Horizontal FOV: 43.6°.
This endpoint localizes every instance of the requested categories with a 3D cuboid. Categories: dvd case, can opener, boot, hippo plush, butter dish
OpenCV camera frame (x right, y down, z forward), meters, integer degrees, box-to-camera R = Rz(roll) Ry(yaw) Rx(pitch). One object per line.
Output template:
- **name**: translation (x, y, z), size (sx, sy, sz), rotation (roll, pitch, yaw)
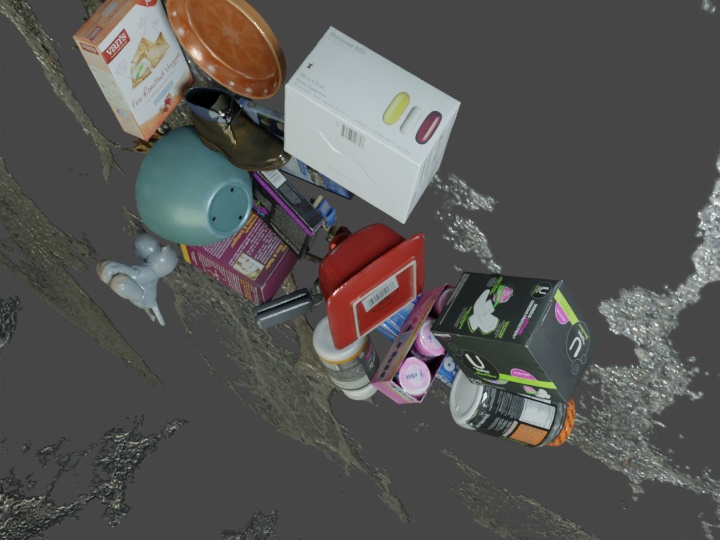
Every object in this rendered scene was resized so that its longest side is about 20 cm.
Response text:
- **dvd case**: translation (-0.103, -0.193, 1.428), size (0.197, 0.018, 0.144), rotation (24, 155, 22)
- **can opener**: translation (-0.112, 0.044, 1.699), size (0.054, 0.196, 0.068), rotation (-119, 11, -54)
- **boot**: translation (-0.196, -0.219, 1.386), size (0.197, 0.075, 0.097), rotation (22, 157, 32)
- **hippo plush**: translation (-0.514, -0.005, 2.134), size (0.199, 0.162, 0.159), rotation (37, 174, 12)
- **butter dish**: translation (0.000, 0.000, 1.490), size (0.148, 0.198, 0.201), rotation (50, 164, 25)

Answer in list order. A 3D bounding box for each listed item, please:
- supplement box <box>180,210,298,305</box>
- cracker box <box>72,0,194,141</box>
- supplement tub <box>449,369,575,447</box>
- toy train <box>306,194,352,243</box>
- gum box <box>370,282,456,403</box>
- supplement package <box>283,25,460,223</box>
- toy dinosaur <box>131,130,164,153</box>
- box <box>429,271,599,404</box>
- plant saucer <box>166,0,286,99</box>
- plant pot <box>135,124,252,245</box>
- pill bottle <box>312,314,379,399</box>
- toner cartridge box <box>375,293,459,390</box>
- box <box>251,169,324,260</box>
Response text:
- **supplement box**: translation (-0.233, -0.043, 1.741), size (0.198, 0.132, 0.104), rotation (31, 158, 11)
- **cracker box**: translation (-0.337, -0.317, 1.362), size (0.057, 0.135, 0.201), rotation (22, 154, 24)
- **supplement tub**: translation (0.263, 0.232, 1.551), size (0.196, 0.125, 0.122), rotation (19, 161, -20)
- **toy train**: translation (-0.034, -0.055, 1.571), size (0.045, 0.034, 0.201), rotation (6, 143, 44)
- **gum box**: translation (0.106, 0.121, 1.515), size (0.066, 0.202, 0.113), rotation (34, 163, -9)
- **supplement package**: translation (0.010, -0.187, 1.173), size (0.198, 0.112, 0.156), rotation (31, 157, 8)
- **toy dinosaur**: translation (-0.360, -0.230, 1.677), size (0.198, 0.061, 0.106), rotation (24, 179, 36)
- **box**: translation (0.238, 0.100, 1.389), size (0.198, 0.125, 0.149), rotation (6, 144, 50)
- **plant saucer**: translation (-0.186, -0.329, 1.269), size (0.198, 0.033, 0.201), rotation (28, 155, 14)
- **plant pot**: translation (-0.256, -0.125, 1.501), size (0.134, 0.201, 0.201), rotation (28, 158, 39)
- **pill bottle**: translation (-0.022, 0.184, 1.900), size (0.115, 0.117, 0.201), rotation (20, 153, 29)
- **toner cartridge box**: translation (0.120, 0.115, 1.607), size (0.199, 0.096, 0.043), rotation (38, 155, -8)
- **box**: translation (-0.132, -0.103, 1.559), size (0.143, 0.036, 0.200), rotation (47, 162, 2)
